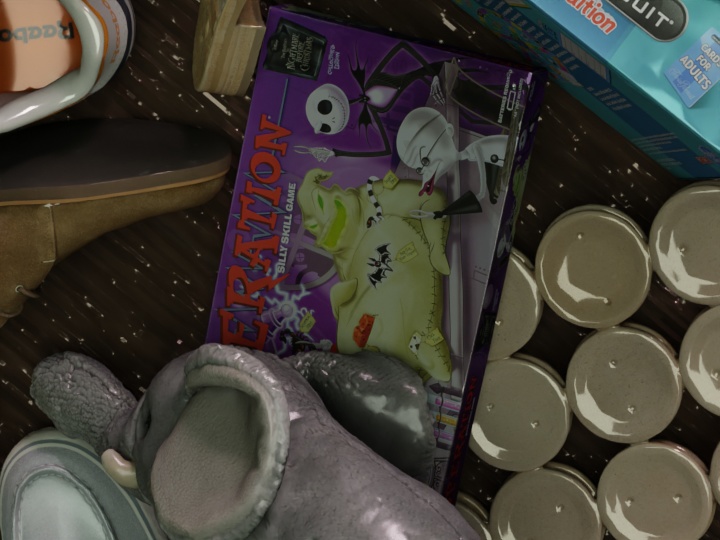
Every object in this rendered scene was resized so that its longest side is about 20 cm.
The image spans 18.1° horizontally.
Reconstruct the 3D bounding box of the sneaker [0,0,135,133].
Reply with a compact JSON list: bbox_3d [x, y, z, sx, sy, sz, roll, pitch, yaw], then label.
[{"bbox_3d":[-0.192,-0.087,0.925,0.199,0.079,0.079,-15,100,-1],"label":"sneaker"}]

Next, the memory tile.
[{"bbox_3d":[0.089,0.053,0.953,0.199,0.017,0.154,-15,98,19],"label":"memory tile"}]

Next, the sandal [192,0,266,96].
[{"bbox_3d":[-0.063,-0.153,0.874,0.069,0.078,0.212,5,136,-12],"label":"sandal"}]

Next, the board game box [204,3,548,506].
[{"bbox_3d":[0.000,0.000,0.945,0.119,0.032,0.201,16,104,22],"label":"board game box"}]

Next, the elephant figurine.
[{"bbox_3d":[-0.038,0.082,0.899,0.154,0.142,0.201,-23,73,-6],"label":"elephant figurine"}]

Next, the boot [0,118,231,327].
[{"bbox_3d":[-0.148,-0.014,0.952,0.198,0.074,0.076,-12,111,0],"label":"boot"}]

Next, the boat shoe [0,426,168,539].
[{"bbox_3d":[-0.111,0.169,0.977,0.070,0.072,0.202,-15,98,6],"label":"boat shoe"}]

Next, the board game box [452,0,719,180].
[{"bbox_3d":[0.074,-0.114,0.875,0.200,0.151,0.047,38,90,-3],"label":"board game box"}]
